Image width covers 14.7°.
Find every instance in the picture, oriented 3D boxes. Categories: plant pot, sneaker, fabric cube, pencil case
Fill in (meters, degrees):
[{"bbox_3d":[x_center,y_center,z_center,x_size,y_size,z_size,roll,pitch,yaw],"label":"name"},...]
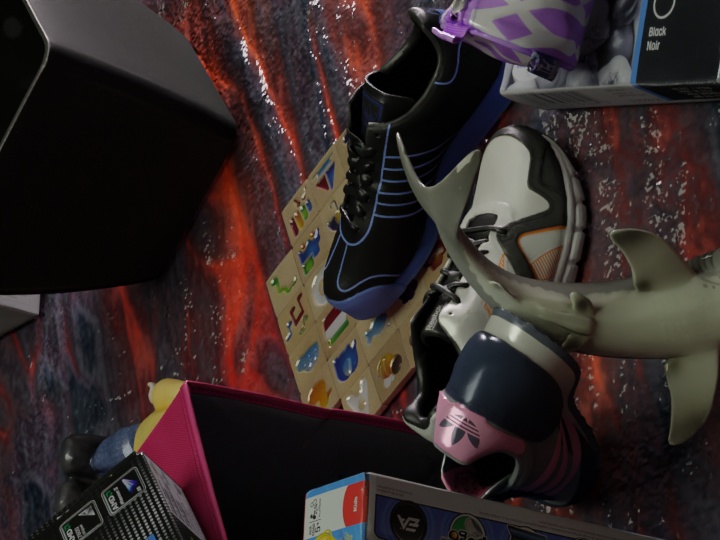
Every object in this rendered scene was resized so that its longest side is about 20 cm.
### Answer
[{"bbox_3d":[-0.205,-0.097,1.933,0.200,0.177,0.200,-59,35,22],"label":"plant pot"},{"bbox_3d":[0.072,0.010,1.554,0.074,0.080,0.200,-19,60,55],"label":"sneaker"},{"bbox_3d":[-0.041,0.210,1.535,0.199,0.200,0.196,-54,39,33],"label":"fabric cube"},{"bbox_3d":[0.017,-0.066,1.660,0.200,0.078,0.070,-62,35,13],"label":"sneaker"},{"bbox_3d":[0.100,-0.205,1.515,0.084,0.085,0.200,15,89,61],"label":"pencil case"},{"bbox_3d":[0.072,0.090,1.425,0.070,0.200,0.082,31,75,24],"label":"sneaker"}]

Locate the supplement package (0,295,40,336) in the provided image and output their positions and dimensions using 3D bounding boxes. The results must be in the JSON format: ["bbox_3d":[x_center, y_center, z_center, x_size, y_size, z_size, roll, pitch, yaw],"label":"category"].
[{"bbox_3d":[-0.319,-0.054,2.142,0.120,0.121,0.200,-26,56,51],"label":"supplement package"}]

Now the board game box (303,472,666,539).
[{"bbox_3d":[0.063,0.215,1.369,0.056,0.200,0.196,-22,59,52],"label":"board game box"}]

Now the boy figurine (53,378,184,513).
[{"bbox_3d":[-0.128,0.128,1.829,0.200,0.064,0.124,-23,56,55],"label":"boy figurine"}]

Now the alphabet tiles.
[{"bbox_3d":[0.000,0.000,1.737,0.166,0.006,0.200,-51,39,31],"label":"alphabet tiles"}]

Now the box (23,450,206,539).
[{"bbox_3d":[-0.144,0.215,1.391,0.193,0.048,0.200,-37,41,5],"label":"box"}]

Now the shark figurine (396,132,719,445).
[{"bbox_3d":[0.113,0.006,1.405,0.090,0.214,0.128,-108,30,-74],"label":"shark figurine"}]

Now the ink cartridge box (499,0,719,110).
[{"bbox_3d":[0.165,-0.190,1.528,0.198,0.043,0.200,1,77,58],"label":"ink cartridge box"}]
